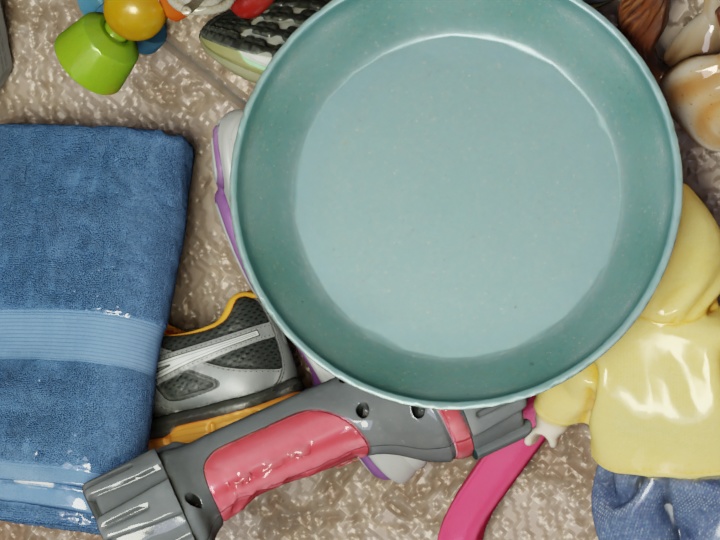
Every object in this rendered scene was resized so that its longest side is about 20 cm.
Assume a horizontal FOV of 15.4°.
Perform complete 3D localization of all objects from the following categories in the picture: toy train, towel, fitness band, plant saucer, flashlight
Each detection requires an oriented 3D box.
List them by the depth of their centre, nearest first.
[{"bbox_3d":[0.042,-0.036,1.184,0.199,0.036,0.201,-1,80,4],"label":"plant saucer"},{"bbox_3d":[-0.097,-0.123,1.209,0.085,0.200,0.116,40,118,-12],"label":"toy train"},{"bbox_3d":[-0.023,0.085,1.210,0.200,0.068,0.068,-25,87,-7],"label":"flashlight"},{"bbox_3d":[-0.145,0.025,1.280,0.111,0.049,0.201,3,74,23],"label":"towel"},{"bbox_3d":[0.122,0.123,1.284,0.144,0.037,0.200,38,108,8],"label":"fitness band"}]

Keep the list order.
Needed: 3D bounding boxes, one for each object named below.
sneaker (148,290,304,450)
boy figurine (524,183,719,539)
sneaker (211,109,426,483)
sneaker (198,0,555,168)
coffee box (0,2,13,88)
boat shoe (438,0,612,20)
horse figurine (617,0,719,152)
[{"bbox_3d":[-0.120,0.062,1.324,0.199,0.078,0.077,-10,85,14],"label":"sneaker"},{"bbox_3d":[0.136,0.060,1.217,0.124,0.064,0.201,-3,94,15],"label":"boy figurine"},{"bbox_3d":[0.000,0.000,1.270,0.099,0.075,0.200,-31,108,3],"label":"sneaker"},{"bbox_3d":[0.008,-0.063,1.263,0.200,0.077,0.089,25,123,14],"label":"sneaker"},{"bbox_3d":[-0.300,-0.112,1.226,0.197,0.200,0.200,12,141,14],"label":"coffee box"},{"bbox_3d":[0.125,-0.157,1.206,0.200,0.066,0.072,-23,94,19],"label":"boat shoe"},{"bbox_3d":[0.194,-0.082,1.200,0.200,0.050,0.133,26,129,-3],"label":"horse figurine"}]
